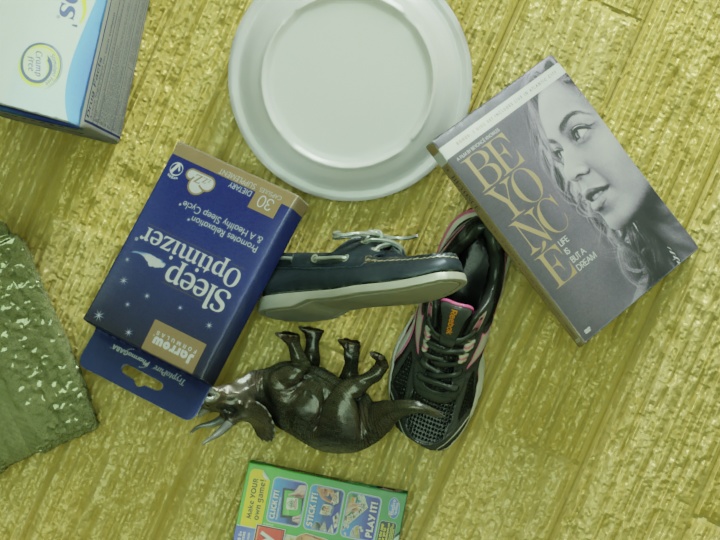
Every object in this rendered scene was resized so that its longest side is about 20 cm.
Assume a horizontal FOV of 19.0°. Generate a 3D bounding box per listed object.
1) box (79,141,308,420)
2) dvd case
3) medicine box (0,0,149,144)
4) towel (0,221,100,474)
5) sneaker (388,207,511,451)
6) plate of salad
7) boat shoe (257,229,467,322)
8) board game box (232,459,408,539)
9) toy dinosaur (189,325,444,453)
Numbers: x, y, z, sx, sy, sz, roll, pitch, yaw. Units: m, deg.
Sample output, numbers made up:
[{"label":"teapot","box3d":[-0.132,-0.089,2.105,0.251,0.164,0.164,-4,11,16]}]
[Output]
[{"label":"box","box3d":[-0.140,0.008,1.733,0.121,0.032,0.201,24,84,22]},{"label":"dvd case","box3d":[0.164,-0.058,1.722,0.149,0.016,0.200,-36,88,-31]},{"label":"medicine box","box3d":[-0.230,-0.203,1.683,0.103,0.200,0.183,13,90,2]},{"label":"towel","box3d":[-0.307,0.069,1.738,0.148,0.036,0.201,-25,108,-5]},{"label":"sneaker","box3d":[0.069,0.045,1.727,0.080,0.086,0.201,12,91,4]},{"label":"plate of salad","box3d":[-0.008,-0.157,1.751,0.199,0.048,0.201,1,101,5]},{"label":"boat shoe","box3d":[0.000,0.000,1.705,0.200,0.075,0.062,-11,71,44]},{"label":"board game box","box3d":[-0.046,0.267,1.760,0.134,0.029,0.201,11,90,1]},{"label":"toy dinosaur","box3d":[-0.029,0.105,1.740,0.199,0.077,0.103,13,98,7]}]
